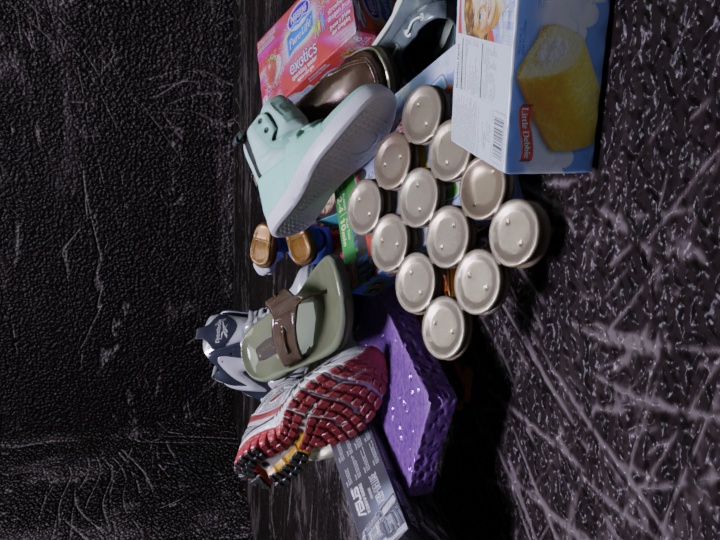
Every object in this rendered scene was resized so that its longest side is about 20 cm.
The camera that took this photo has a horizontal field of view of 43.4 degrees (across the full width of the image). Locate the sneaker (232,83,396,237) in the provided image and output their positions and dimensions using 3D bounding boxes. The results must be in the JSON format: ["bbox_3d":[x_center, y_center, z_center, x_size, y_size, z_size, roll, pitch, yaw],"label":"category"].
[{"bbox_3d":[-0.051,-0.133,0.837,0.200,0.073,0.120,-44,64,42],"label":"sneaker"}]

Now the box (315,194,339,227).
[{"bbox_3d":[0.015,-0.102,0.960,0.199,0.048,0.084,-14,68,62],"label":"box"}]

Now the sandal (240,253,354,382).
[{"bbox_3d":[-0.068,0.056,0.855,0.201,0.057,0.081,-41,59,43],"label":"sandal"}]

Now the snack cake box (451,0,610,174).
[{"bbox_3d":[0.113,-0.177,0.611,0.115,0.066,0.204,-122,32,-68],"label":"snack cake box"}]

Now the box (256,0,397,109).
[{"bbox_3d":[-0.023,-0.243,0.978,0.199,0.098,0.097,-28,66,52],"label":"box"}]

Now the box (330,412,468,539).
[{"bbox_3d":[0.045,0.229,0.855,0.158,0.050,0.201,48,-172,-30],"label":"box"}]

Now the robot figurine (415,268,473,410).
[{"bbox_3d":[0.069,0.049,0.877,0.145,0.057,0.204,176,91,-77],"label":"robot figurine"}]

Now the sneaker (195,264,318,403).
[{"bbox_3d":[-0.112,0.065,0.976,0.201,0.127,0.080,110,172,-46],"label":"sneaker"}]

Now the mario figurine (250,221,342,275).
[{"bbox_3d":[-0.050,-0.015,1.100,0.107,0.123,0.199,-60,-20,14],"label":"mario figurine"}]

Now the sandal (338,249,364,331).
[{"bbox_3d":[0.000,0.000,0.946,0.201,0.044,0.076,-53,-21,-44],"label":"sandal"}]

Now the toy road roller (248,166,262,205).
[{"bbox_3d":[-0.063,-0.114,1.339,0.201,0.145,0.123,52,-178,-25],"label":"toy road roller"}]

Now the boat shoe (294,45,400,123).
[{"bbox_3d":[-0.029,-0.158,0.911,0.076,0.074,0.202,64,154,4],"label":"boat shoe"}]

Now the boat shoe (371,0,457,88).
[{"bbox_3d":[0.049,-0.199,0.872,0.201,0.071,0.063,116,152,-55],"label":"boat shoe"}]

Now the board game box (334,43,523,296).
[{"bbox_3d":[0.049,-0.085,0.801,0.199,0.036,0.154,-32,59,44],"label":"board game box"}]

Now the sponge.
[{"bbox_3d":[0.037,0.096,0.839,0.201,0.029,0.113,-114,27,-53],"label":"sponge"}]

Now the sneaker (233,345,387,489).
[{"bbox_3d":[-0.053,0.126,0.867,0.199,0.077,0.083,-39,30,29],"label":"sneaker"}]

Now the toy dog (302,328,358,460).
[{"bbox_3d":[-0.008,0.097,1.057,0.196,0.137,0.202,102,162,-47],"label":"toy dog"}]

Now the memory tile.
[{"bbox_3d":[0.063,-0.043,0.734,0.154,0.017,0.201,-57,45,30],"label":"memory tile"}]
